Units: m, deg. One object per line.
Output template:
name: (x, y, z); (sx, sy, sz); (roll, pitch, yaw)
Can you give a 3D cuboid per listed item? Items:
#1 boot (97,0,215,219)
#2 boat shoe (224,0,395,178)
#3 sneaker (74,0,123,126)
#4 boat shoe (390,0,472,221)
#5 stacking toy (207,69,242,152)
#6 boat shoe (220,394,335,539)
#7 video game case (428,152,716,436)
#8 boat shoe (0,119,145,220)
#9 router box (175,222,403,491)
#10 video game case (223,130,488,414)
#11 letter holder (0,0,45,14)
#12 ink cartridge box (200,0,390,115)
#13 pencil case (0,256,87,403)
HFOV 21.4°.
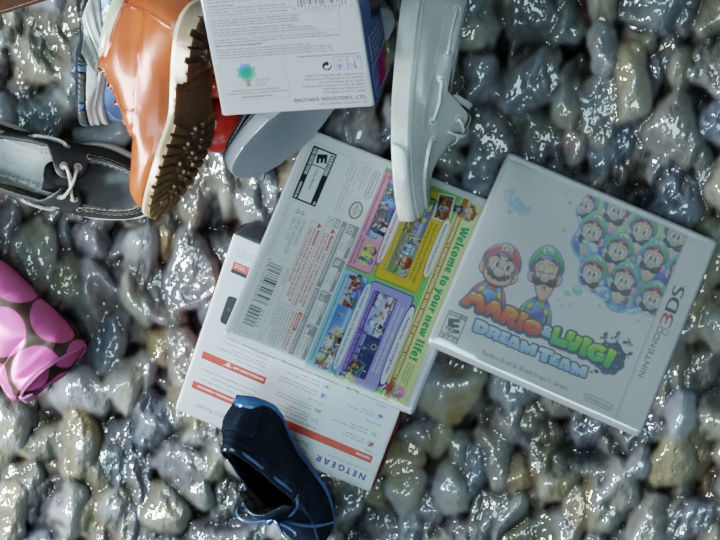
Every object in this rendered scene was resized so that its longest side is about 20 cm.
boot: (-0.182, -0.148, 1.643); (0.106, 0.075, 0.202); (21, 113, 21)
boat shoe: (-0.056, -0.171, 1.662); (0.200, 0.070, 0.066); (-50, 59, 13)
sneaker: (-0.213, -0.229, 1.690); (0.076, 0.076, 0.202); (1, 105, -11)
boat shoe: (0.063, -0.142, 1.642); (0.068, 0.072, 0.202); (3, 86, 5)
stacking toy: (-0.132, -0.202, 1.669); (0.084, 0.085, 0.202); (3, 108, 11)
boat shoe: (-0.086, 0.194, 1.713); (0.083, 0.069, 0.201); (2, 139, 33)
video game case: (0.182, 0.019, 1.640); (0.198, 0.024, 0.184); (23, 80, 5)
boat shoe: (-0.280, -0.090, 1.733); (0.198, 0.060, 0.075); (21, 106, 7)
router box: (-0.048, 0.078, 1.730); (0.198, 0.049, 0.181); (23, 107, 6)
video game case: (0.000, 0.000, 1.671); (0.180, 0.022, 0.202); (21, 79, 6)
letter holder: (-0.341, -0.327, 1.656); (0.141, 0.101, 0.202); (-18, 110, -2)
ink cartridge box: (-0.058, -0.234, 1.541); (0.135, 0.077, 0.202); (-2, 122, 12)
pencil case: (-0.352, 0.035, 1.766); (0.200, 0.091, 0.094); (42, 73, 2)
